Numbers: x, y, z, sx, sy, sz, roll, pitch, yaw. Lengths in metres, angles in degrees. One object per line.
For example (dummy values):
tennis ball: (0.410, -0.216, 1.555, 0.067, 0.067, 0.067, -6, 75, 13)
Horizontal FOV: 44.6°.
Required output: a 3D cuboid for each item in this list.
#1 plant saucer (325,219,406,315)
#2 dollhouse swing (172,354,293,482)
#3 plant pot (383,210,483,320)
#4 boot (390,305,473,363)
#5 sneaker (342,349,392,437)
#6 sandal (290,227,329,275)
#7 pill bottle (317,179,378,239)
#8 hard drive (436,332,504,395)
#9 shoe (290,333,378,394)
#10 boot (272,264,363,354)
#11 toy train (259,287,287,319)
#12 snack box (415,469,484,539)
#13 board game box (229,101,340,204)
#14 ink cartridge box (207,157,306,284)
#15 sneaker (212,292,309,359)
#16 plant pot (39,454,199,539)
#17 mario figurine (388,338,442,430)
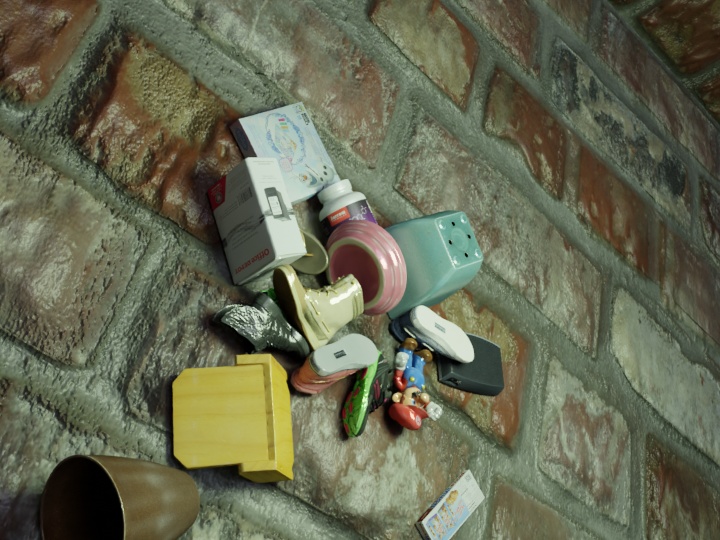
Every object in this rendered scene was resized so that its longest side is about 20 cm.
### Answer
plant saucer: (0.000, 0.000, 1.789, 0.051, 0.199, 0.203, -28, 89, -50)
dollhouse swing: (-0.225, 0.272, 1.565, 0.182, 0.172, 0.204, 67, 15, -67)
plant pot: (0.155, -0.034, 1.956, 0.194, 0.199, 0.199, -16, 80, -46)
boot: (0.160, 0.151, 1.951, 0.199, 0.090, 0.074, 39, 45, -26)
sneaker: (0.023, 0.253, 1.779, 0.083, 0.076, 0.202, 38, 49, -18)
sandal: (-0.145, -0.069, 1.770, 0.201, 0.080, 0.054, 50, 4, -6)
pill bottle: (-0.017, -0.087, 1.882, 0.111, 0.112, 0.203, -23, 86, -46)
hard drive: (0.259, 0.212, 2.045, 0.197, 0.042, 0.138, 18, 58, -36)
shoe: (-0.052, 0.186, 1.733, 0.198, 0.091, 0.072, -10, 63, -53)
boot: (-0.078, 0.044, 1.714, 0.155, 0.072, 0.203, -37, 120, -24)
toy train: (-0.121, 0.073, 1.759, 0.197, 0.041, 0.058, 8, 75, -40)
snack box: (0.191, 0.504, 1.849, 0.199, 0.024, 0.073, -32, 94, -47)
board game box: (-0.157, -0.246, 1.879, 0.198, 0.043, 0.203, -26, 89, -47)
ink cartridge box: (-0.201, -0.093, 1.687, 0.082, 0.144, 0.204, -7, 74, -47)
sneaker: (-0.183, 0.124, 1.660, 0.105, 0.059, 0.201, -50, 123, -24)
plant pot: (-0.344, 0.362, 1.324, 0.198, 0.184, 0.191, 5, 66, -57)
mario figurine: (0.122, 0.242, 1.852, 0.120, 0.107, 0.203, 10, 50, -4)
